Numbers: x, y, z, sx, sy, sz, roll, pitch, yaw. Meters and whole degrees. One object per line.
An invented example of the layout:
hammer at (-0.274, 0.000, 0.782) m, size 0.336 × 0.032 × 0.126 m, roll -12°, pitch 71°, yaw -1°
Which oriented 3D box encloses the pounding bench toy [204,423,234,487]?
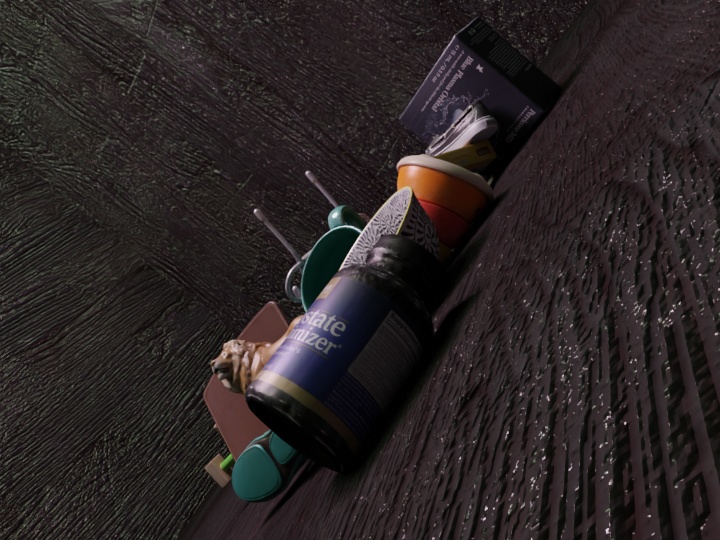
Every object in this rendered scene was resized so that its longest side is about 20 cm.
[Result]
pounding bench toy at (-0.167, 0.259, 1.172) m, size 0.201 × 0.124 × 0.156 m, roll -53°, pitch 2°, yaw -37°

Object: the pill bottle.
pill bottle at (-0.003, 0.068, 0.635) m, size 0.201 × 0.111 × 0.112 m, roll -53°, pitch 1°, yaw -23°

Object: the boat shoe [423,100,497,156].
boat shoe at (0.154, -0.216, 1.214) m, size 0.068 × 0.057 × 0.199 m, roll -9°, pitch -20°, yaw -46°

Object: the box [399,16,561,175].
box at (0.209, -0.295, 1.243) m, size 0.118 × 0.199 × 0.197 m, roll -49°, pitch -2°, yaw -46°

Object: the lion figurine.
lion figurine at (-0.089, 0.104, 0.844) m, size 0.199 × 0.123 × 0.072 m, roll -33°, pitch -36°, yaw 18°

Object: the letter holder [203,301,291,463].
letter holder at (-0.110, 0.152, 0.955) m, size 0.100 × 0.143 × 0.201 m, roll 2°, pitch -47°, yaw -52°

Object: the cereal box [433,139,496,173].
cereal box at (0.131, -0.146, 1.224) m, size 0.143 × 0.040 × 0.200 m, roll -21°, pitch -13°, yaw -28°

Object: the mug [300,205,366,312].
mug at (0.005, 0.007, 1.058) m, size 0.151 × 0.114 × 0.187 m, roll 16°, pitch 87°, yaw 44°

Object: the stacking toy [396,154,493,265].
stacking toy at (0.091, -0.047, 0.986) m, size 0.146 × 0.145 × 0.202 m, roll 138°, pitch 152°, yaw -86°

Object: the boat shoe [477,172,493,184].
boat shoe at (0.157, -0.115, 1.129) m, size 0.201 × 0.063 × 0.074 m, roll -45°, pitch -11°, yaw -45°

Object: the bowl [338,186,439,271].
bowl at (0.042, 0.005, 0.880) m, size 0.202 × 0.094 × 0.201 m, roll -54°, pitch 12°, yaw 17°

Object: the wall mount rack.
wall mount rack at (-0.075, -0.050, 1.124) m, size 0.074 × 0.175 × 0.200 m, roll 15°, pitch 46°, yaw 44°

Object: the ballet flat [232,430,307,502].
ballet flat at (-0.083, 0.206, 0.810) m, size 0.070 × 0.068 × 0.201 m, roll -18°, pitch -27°, yaw -44°
